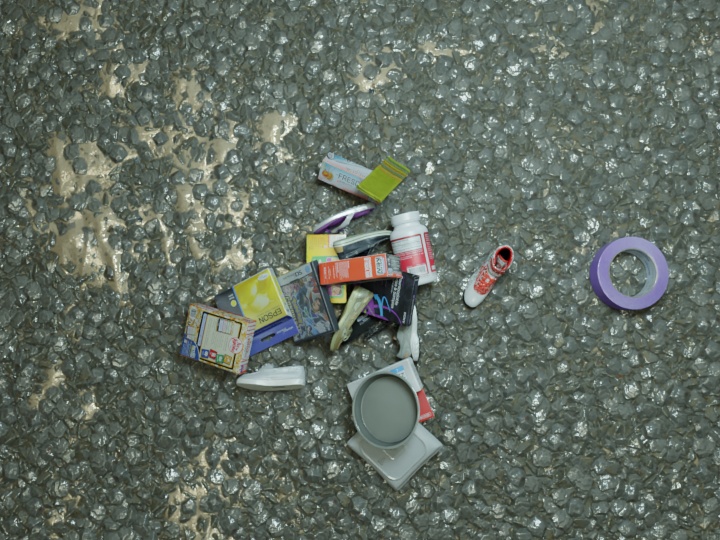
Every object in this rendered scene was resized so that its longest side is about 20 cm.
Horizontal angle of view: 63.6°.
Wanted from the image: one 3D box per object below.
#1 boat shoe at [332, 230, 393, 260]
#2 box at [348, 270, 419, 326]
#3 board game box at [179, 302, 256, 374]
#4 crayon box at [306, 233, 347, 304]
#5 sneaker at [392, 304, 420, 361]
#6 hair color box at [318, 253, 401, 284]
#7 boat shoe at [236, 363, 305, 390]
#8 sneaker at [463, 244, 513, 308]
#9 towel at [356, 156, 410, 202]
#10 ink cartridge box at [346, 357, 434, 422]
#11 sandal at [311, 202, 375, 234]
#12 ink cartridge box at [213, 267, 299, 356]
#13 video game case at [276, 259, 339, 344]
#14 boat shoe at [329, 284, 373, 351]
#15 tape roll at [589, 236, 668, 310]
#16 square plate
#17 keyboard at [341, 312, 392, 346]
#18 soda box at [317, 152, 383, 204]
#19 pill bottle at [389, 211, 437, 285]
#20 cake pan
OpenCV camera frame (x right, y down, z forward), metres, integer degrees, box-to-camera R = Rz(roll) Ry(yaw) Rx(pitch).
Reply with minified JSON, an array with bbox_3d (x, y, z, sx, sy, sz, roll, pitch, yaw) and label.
[{"bbox_3d":[0.011,-0.074,1.657,0.198,0.074,0.063,-18,99,-31],"label":"boat shoe"},{"bbox_3d":[0.062,0.060,1.625,0.197,0.036,0.146,15,105,26],"label":"box"},{"bbox_3d":[-0.406,0.192,1.652,0.197,0.046,0.154,15,95,15],"label":"board game box"},{"bbox_3d":[-0.097,-0.003,1.683,0.116,0.058,0.204,-1,85,2],"label":"crayon box"},{"bbox_3d":[0.129,0.157,1.654,0.078,0.074,0.204,-3,85,7],"label":"sneaker"},{"bbox_3d":[0.000,0.000,1.562,0.197,0.111,0.065,-9,84,24],"label":"hair color box"},{"bbox_3d":[-0.255,0.300,1.659,0.196,0.072,0.070,-5,63,8],"label":"boat shoe"},{"bbox_3d":[0.360,0.014,1.640,0.067,0.108,0.203,35,87,5],"label":"sneaker"},{"bbox_3d":[0.068,-0.263,1.656,0.085,0.018,0.200,31,44,10],"label":"towel"},{"bbox_3d":[0.084,0.363,1.625,0.198,0.045,0.179,-25,83,15],"label":"ink cartridge box"},{"bbox_3d":[-0.045,-0.140,1.682,0.200,0.083,0.050,-25,80,-1],"label":"sandal"},{"bbox_3d":[-0.301,0.125,1.667,0.195,0.047,0.203,-26,82,13],"label":"ink cartridge box"},{"bbox_3d":[-0.155,0.092,1.632,0.179,0.025,0.203,-21,86,42],"label":"video game case"},{"bbox_3d":[-0.029,0.141,1.624,0.062,0.073,0.203,24,97,-4],"label":"boat shoe"},{"bbox_3d":[0.760,0.010,1.648,0.196,0.066,0.204,0,84,3],"label":"tape roll"},{"bbox_3d":[0.092,0.487,1.611,0.200,0.028,0.199,42,103,1],"label":"square plate"},{"bbox_3d":[0.017,0.153,1.684,0.198,0.040,0.105,-34,61,0],"label":"keyboard"},{"bbox_3d":[-0.020,-0.268,1.692,0.197,0.069,0.064,24,127,3],"label":"soda box"},{"bbox_3d":[0.145,-0.060,1.644,0.110,0.112,0.204,-12,90,1],"label":"pill bottle"},{"bbox_3d":[0.072,0.375,1.567,0.197,0.037,0.204,-5,78,25],"label":"cake pan"}]
